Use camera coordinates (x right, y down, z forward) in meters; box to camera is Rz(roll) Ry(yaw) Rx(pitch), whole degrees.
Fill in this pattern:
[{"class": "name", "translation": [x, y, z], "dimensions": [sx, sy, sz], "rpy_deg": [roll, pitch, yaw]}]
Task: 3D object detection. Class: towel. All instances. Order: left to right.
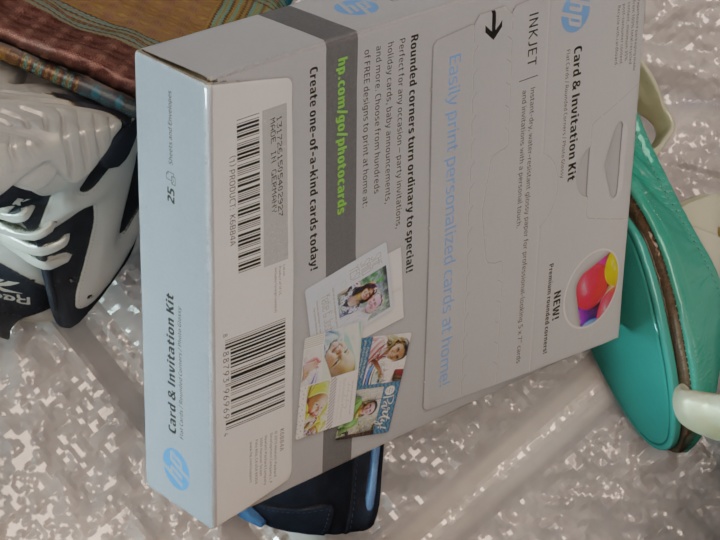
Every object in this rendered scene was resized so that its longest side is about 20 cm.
[{"class": "towel", "translation": [-0.096, -0.113, 0.805], "dimensions": [0.146, 0.200, 0.022], "rpy_deg": [22, 116, -4]}]

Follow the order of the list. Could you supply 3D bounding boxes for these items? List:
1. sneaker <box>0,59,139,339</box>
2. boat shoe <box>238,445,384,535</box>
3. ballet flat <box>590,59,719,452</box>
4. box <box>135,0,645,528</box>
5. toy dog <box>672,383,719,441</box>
[{"class": "sneaker", "translation": [-0.124, -0.021, 0.781], "dimensions": [0.079, 0.199, 0.130], "rpy_deg": [26, 115, 7]}, {"class": "boat shoe", "translation": [0.000, 0.000, 0.853], "dimensions": [0.068, 0.084, 0.202], "rpy_deg": [15, 94, -12]}, {"class": "ballet flat", "translation": [0.104, -0.032, 0.873], "dimensions": [0.070, 0.067, 0.201], "rpy_deg": [-24, 85, -26]}, {"class": "box", "translation": [0.015, -0.021, 0.762], "dimensions": [0.199, 0.041, 0.157], "rpy_deg": [-22, 125, -37]}, {"class": "toy dog", "translation": [0.173, 0.151, 0.748], "dimensions": [0.193, 0.139, 0.202], "rpy_deg": [12, 88, -29]}]
